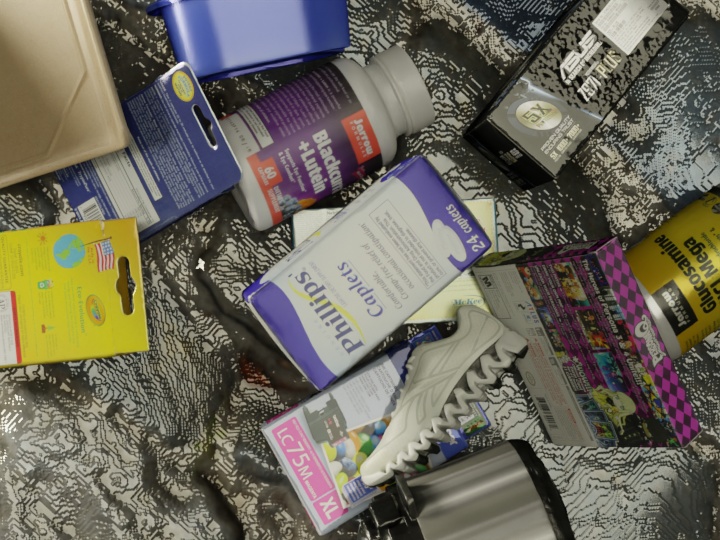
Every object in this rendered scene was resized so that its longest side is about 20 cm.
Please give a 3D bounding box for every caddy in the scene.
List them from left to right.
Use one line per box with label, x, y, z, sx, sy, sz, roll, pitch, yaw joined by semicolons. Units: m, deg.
caddy;-0.098;-0.241;1.606;0.198;0.141;0.106;-12;95;-5

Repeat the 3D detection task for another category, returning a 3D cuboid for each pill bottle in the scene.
pill bottle;-0.034;-0.130;1.619;0.199;0.111;0.112;-28;91;-8
pill bottle;0.303;0.014;1.644;0.199;0.112;0.113;-36;92;-4

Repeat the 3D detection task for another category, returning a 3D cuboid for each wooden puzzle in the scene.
wooden puzzle;-0.309;-0.182;1.595;0.198;0.037;0.187;-14;94;29

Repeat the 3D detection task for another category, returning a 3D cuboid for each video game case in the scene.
video game case;0.205;0.070;1.588;0.036;0.181;0.201;-34;104;-31

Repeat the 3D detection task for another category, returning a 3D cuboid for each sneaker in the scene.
sneaker;0.065;0.119;1.613;0.081;0.075;0.200;43;85;12

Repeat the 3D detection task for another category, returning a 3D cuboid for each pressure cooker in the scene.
pressure cooker;0.093;0.267;1.594;0.198;0.179;0.178;-19;79;-6

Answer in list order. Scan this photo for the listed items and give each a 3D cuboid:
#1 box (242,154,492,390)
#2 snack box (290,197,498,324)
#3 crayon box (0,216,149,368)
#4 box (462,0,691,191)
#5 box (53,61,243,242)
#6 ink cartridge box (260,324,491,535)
box;0.000;0.000;1.547;0.200;0.184;0.105;-40;94;-4
snack box;0.034;-0.006;1.661;0.198;0.037;0.118;-3;90;-4
crayon box;-0.285;0.023;1.601;0.198;0.051;0.129;-6;89;15
box;0.198;-0.182;1.615;0.086;0.164;0.200;40;87;-2
box;-0.195;-0.100;1.593;0.199;0.032;0.122;-26;91;35
ink cartridge box;0.017;0.151;1.657;0.199;0.042;0.120;-30;92;-6
